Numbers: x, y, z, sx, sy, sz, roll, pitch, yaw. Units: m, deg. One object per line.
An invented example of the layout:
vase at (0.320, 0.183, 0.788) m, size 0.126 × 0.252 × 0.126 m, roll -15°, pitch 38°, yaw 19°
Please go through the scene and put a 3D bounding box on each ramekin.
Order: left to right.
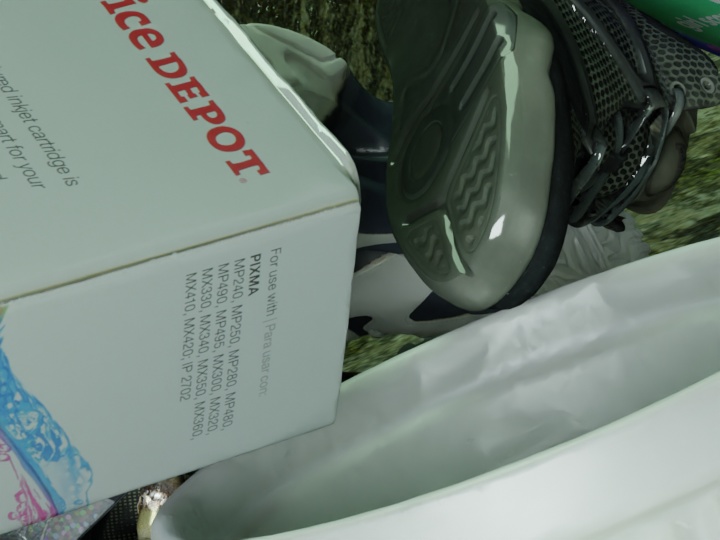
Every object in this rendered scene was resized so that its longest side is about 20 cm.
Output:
ramekin at (0.058, 0.072, 0.576) m, size 0.200 × 0.105 × 0.200 m, roll -23°, pitch 6°, yaw 3°

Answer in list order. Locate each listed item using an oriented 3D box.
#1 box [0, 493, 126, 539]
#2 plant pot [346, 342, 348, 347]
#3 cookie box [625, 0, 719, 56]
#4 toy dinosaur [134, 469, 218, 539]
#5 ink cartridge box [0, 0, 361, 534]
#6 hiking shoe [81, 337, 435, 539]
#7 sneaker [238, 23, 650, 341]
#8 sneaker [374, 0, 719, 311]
box at (-0.132, 0.028, 0.756) m, size 0.132 × 0.115 × 0.200 m, roll -43°, pitch 9°, yaw -31°
plant pot at (-0.110, 0.038, 1.130) m, size 0.200 × 0.201 × 0.184 m, roll -21°, pitch 19°, yaw 15°
cookie box at (0.134, -0.125, 0.802) m, size 0.200 × 0.075 × 0.171 m, roll 21°, pitch -3°, yaw -13°
toy dinosaur at (-0.075, 0.124, 0.682) m, size 0.047 × 0.088 × 0.200 m, roll 13°, pitch -31°, yaw -20°
ink cartridge box at (-0.120, -0.005, 0.573) m, size 0.200 × 0.083 × 0.146 m, roll -16°, pitch 45°, yaw -24°
hiking shoe at (-0.014, 0.078, 0.811) m, size 0.200 × 0.076 × 0.101 m, roll -17°, pitch 26°, yaw -3°
sneaker at (0.000, 0.000, 0.811) m, size 0.199 × 0.080 × 0.130 m, roll 19°, pitch -35°, yaw -27°
sneaker at (0.066, -0.042, 0.715) m, size 0.076 × 0.114 × 0.200 m, roll -58°, pitch 16°, yaw 24°
